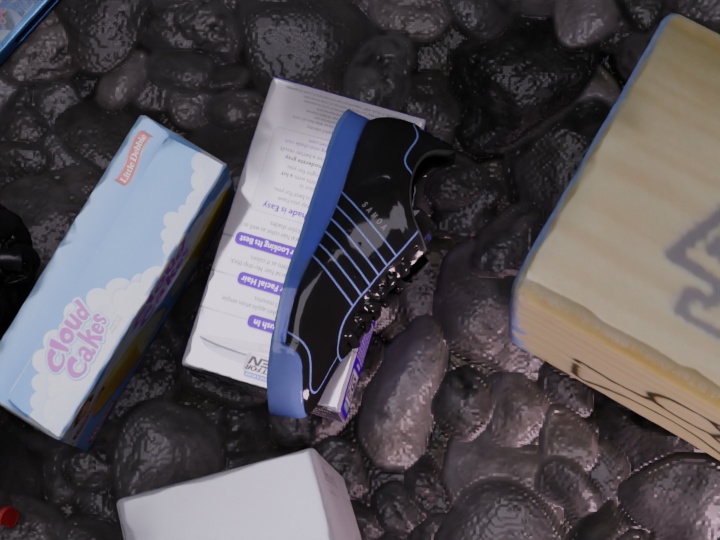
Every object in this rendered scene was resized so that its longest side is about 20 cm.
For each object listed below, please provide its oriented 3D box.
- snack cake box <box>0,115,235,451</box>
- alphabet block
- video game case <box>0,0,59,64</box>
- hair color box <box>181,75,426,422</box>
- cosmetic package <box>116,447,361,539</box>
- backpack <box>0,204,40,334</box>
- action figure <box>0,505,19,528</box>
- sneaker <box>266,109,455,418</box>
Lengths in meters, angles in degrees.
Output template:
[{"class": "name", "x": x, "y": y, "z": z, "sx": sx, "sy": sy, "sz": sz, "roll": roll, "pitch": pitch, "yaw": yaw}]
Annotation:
[{"class": "snack cake box", "x": -0.159, "y": 0.011, "z": 1.157, "sx": 0.067, "sy": 0.115, "sz": 0.201, "roll": 30, "pitch": 82, "yaw": 3}, {"class": "alphabet block", "x": 0.221, "y": -0.005, "z": 1.098, "sx": 0.199, "sy": 0.195, "sz": 0.197, "roll": 29, "pitch": 84, "yaw": 8}, {"class": "video game case", "x": -0.260, "y": -0.240, "z": 1.267, "sx": 0.143, "sy": 0.018, "sz": 0.200, "roll": 40, "pitch": 84, "yaw": 11}, {"class": "hair color box", "x": -0.034, "y": -0.013, "z": 1.183, "sx": 0.108, "sy": 0.065, "sz": 0.202, "roll": 16, "pitch": 79, "yaw": 7}, {"class": "cosmetic package", "x": -0.048, "y": 0.223, "z": 1.066, "sx": 0.122, "sy": 0.199, "sz": 0.202, "roll": -17, "pitch": 78, "yaw": 1}, {"class": "backpack", "x": -0.297, "y": 0.051, "z": 1.106, "sx": 0.126, "sy": 0.167, "sz": 0.201, "roll": 31, "pitch": 60, "yaw": -3}, {"class": "action figure", "x": -0.324, "y": 0.130, "z": 1.184, "sx": 0.199, "sy": 0.052, "sz": 0.066, "roll": 27, "pitch": 85, "yaw": 11}, {"class": "sneaker", "x": 0.000, "y": 0.000, "z": 1.112, "sx": 0.077, "sy": 0.070, "sz": 0.202, "roll": 14, "pitch": 80, "yaw": 10}]
